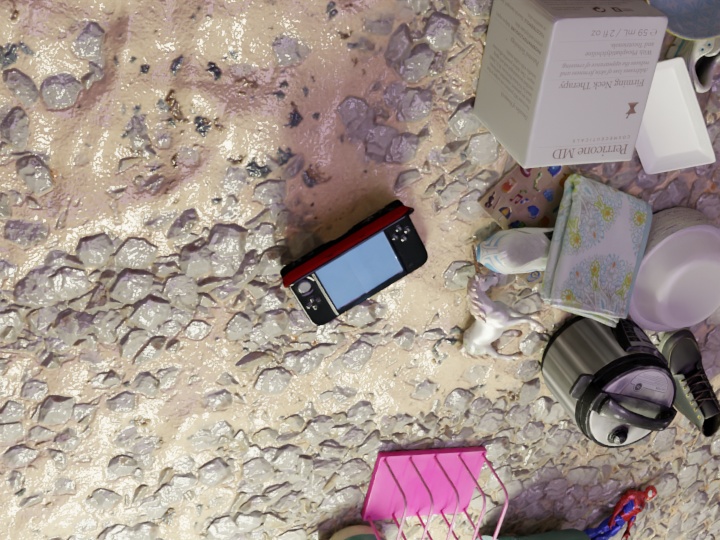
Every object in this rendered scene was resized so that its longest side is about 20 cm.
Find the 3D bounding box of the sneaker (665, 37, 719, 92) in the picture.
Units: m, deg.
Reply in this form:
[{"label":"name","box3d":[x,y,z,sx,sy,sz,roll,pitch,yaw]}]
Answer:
[{"label":"sneaker","box3d":[0.488,-0.340,1.519,0.075,0.087,0.201,-4,121,-18]}]

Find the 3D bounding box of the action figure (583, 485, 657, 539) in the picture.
[{"label":"action figure","box3d":[0.483,0.477,2.077,0.200,0.052,0.065,-47,123,8]}]

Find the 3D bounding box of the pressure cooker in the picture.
[{"label":"pressure cooker","box3d":[0.404,0.184,1.754,0.175,0.200,0.179,-22,127,-7]}]

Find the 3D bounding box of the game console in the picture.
[{"label":"game console","box3d":[0.000,0.000,1.517,0.199,0.119,0.173,-30,128,-1]}]

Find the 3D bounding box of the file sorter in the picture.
[{"label":"file sorter","box3d":[0.126,0.389,1.819,0.199,0.126,0.139,1,121,-23]}]

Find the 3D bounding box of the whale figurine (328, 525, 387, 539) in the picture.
[{"label":"whale figurine","box3d":[-0.032,0.522,1.853,0.200,0.104,0.159,-34,128,1]}]

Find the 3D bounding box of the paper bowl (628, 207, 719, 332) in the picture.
[{"label":"paper bowl","box3d":[0.504,0.009,1.744,0.200,0.104,0.201,-11,124,-17]}]

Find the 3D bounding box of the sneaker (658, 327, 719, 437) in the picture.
[{"label":"sneaker","box3d":[0.576,0.189,1.888,0.075,0.106,0.200,-27,128,-4]}]

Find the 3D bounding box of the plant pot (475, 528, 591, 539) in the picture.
[{"label":"plant pot","box3d":[0.325,0.559,1.983,0.195,0.200,0.201,-6,124,-28]}]

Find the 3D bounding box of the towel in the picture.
[{"label":"towel","box3d":[0.354,-0.027,1.640,0.171,0.048,0.201,15,86,-39]}]

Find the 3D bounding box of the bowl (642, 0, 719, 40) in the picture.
[{"label":"bowl","box3d":[0.431,-0.409,1.429,0.199,0.108,0.201,-7,116,-15]}]

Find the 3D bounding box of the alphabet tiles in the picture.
[{"label":"alphabet tiles","box3d":[0.264,-0.081,1.645,0.167,0.008,0.200,-43,127,8]}]

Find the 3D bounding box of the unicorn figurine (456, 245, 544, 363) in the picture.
[{"label":"unicorn figurine","box3d":[0.205,0.075,1.676,0.137,0.074,0.201,11,123,-16]}]

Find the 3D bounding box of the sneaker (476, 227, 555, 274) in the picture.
[{"label":"sneaker","box3d":[0.258,-0.030,1.640,0.199,0.072,0.072,1,93,-37]}]

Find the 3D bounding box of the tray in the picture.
[{"label":"tray","box3d":[0.439,-0.225,1.591,0.107,0.022,0.200,-10,133,27]}]

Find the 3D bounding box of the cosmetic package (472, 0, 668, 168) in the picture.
[{"label":"cosmetic package","box3d":[0.266,-0.262,1.426,0.167,0.167,0.201,-6,124,-19]}]
